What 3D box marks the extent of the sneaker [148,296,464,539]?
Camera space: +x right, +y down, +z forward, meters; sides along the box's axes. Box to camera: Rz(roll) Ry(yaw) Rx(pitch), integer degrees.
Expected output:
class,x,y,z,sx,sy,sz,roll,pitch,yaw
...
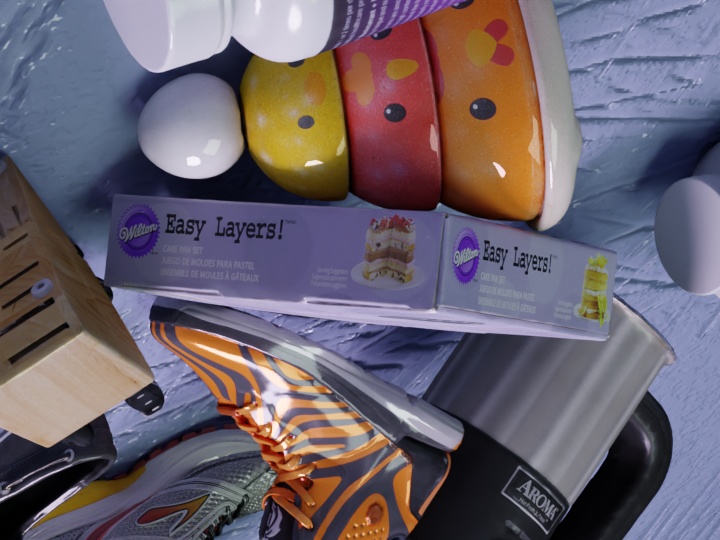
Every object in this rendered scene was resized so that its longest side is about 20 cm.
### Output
class,x,y,z,sx,sy,sz,roll,pitch,yaw
sneaker,-0.041,0.094,1.355,0.199,0.077,0.113,29,84,-24

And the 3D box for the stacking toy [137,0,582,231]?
class,x,y,z,sx,sy,sz,roll,pitch,yaw
stacking toy,-0.005,-0.075,1.194,0.198,0.147,0.146,-12,149,-7

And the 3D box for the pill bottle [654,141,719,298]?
class,x,y,z,sx,sy,sz,roll,pitch,yaw
pill bottle,0.273,-0.034,1.540,0.199,0.111,0.111,-11,146,-36

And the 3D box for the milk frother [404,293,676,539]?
class,x,y,z,sx,sy,sz,roll,pitch,yaw
milk frother,0.066,0.092,1.524,0.189,0.199,0.181,-54,145,-10

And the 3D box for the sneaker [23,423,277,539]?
class,x,y,z,sx,sy,sz,roll,pitch,yaw
sneaker,-0.112,0.155,1.472,0.199,0.082,0.078,-23,150,-21

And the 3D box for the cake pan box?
class,x,y,z,sx,sy,sz,roll,pitch,yaw
cake pan box,0.000,0.000,1.245,0.199,0.053,0.184,3,175,33

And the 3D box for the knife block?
class,x,y,z,sx,sy,sz,roll,pitch,yaw
knife block,-0.136,0.045,1.179,0.064,0.200,0.176,-33,123,1

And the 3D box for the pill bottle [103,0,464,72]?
class,x,y,z,sx,sy,sz,roll,pitch,yaw
pill bottle,-0.008,-0.152,1.053,0.199,0.112,0.112,-22,151,-21

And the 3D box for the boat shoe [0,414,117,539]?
class,x,y,z,sx,sy,sz,roll,pitch,yaw
boat shoe,-0.204,0.138,1.364,0.200,0.066,0.070,-41,151,14
